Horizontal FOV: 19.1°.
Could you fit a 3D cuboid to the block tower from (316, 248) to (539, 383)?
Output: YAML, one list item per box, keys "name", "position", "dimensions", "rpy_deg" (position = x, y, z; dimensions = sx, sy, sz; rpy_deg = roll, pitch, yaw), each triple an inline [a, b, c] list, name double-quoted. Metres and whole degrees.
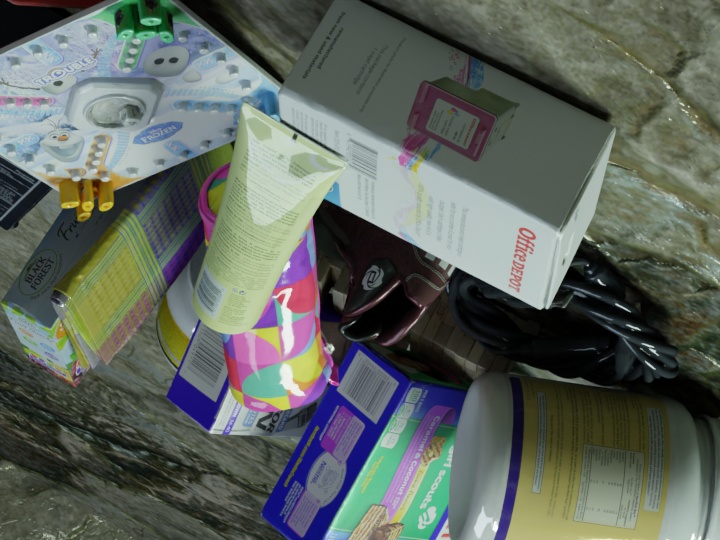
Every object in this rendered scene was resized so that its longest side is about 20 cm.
- name: "block tower"
  position: [0.041, 0.029, 1.704]
  dimensions: [0.199, 0.058, 0.054]
  rpy_deg: [26, 162, 9]

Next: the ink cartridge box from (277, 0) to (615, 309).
- name: "ink cartridge box"
  position: [0.054, -0.073, 1.367]
  dimensions: [0.199, 0.085, 0.145]
  rpy_deg: [28, 162, 10]

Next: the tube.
- name: "tube"
  position: [-0.066, -0.031, 1.417]
  dimensions: [0.058, 0.052, 0.200]
  rpy_deg: [-4, 147, -21]

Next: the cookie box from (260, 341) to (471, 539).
- name: "cookie box"
  position: [0.040, 0.156, 1.749]
  dimensions: [0.075, 0.172, 0.199]
  rpy_deg: [38, -165, 37]

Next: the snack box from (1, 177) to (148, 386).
- name: "snack box"
  position: [-0.203, -0.021, 1.709]
  dimensions: [0.053, 0.201, 0.142]
  rpy_deg: [27, 162, 12]

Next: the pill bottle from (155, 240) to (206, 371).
- name: "pill bottle"
  position: [-0.115, 0.027, 1.845]
  dimensions: [0.112, 0.113, 0.200]
  rpy_deg: [30, 162, -1]

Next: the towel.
- name: "towel"
  position: [-0.164, -0.023, 1.648]
  dimensions: [0.023, 0.200, 0.144]
  rpy_deg: [31, 163, 19]

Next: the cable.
- name: "cable"
  position: [0.147, 0.034, 1.583]
  dimensions: [0.163, 0.051, 0.200]
  rpy_deg: [33, 160, -24]

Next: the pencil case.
- name: "pencil case"
  position: [-0.067, 0.013, 1.568]
  dimensions: [0.088, 0.088, 0.201]
  rpy_deg: [20, 140, 27]

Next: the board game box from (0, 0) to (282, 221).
- name: "board game box"
  position: [-0.170, -0.109, 1.479]
  dimensions: [0.199, 0.026, 0.200]
  rpy_deg: [-20, 151, 22]

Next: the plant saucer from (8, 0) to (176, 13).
- name: "plant saucer"
  position: [-0.233, -0.249, 1.418]
  dimensions: [0.199, 0.037, 0.200]
  rpy_deg: [10, 154, 46]

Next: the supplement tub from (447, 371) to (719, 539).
- name: "supplement tub"
  position: [0.176, 0.161, 1.635]
  dimensions: [0.198, 0.147, 0.145]
  rpy_deg: [9, 163, -6]

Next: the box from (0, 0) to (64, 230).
- name: "box"
  position: [-0.309, -0.147, 1.663]
  dimensions: [0.199, 0.124, 0.198]
  rpy_deg: [32, 162, -13]

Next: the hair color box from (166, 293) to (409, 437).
- name: "hair color box"
  position: [-0.054, 0.076, 1.749]
  dimensions: [0.065, 0.110, 0.199]
  rpy_deg: [33, -164, 35]

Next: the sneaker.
- name: "sneaker"
  position: [0.000, 0.000, 1.591]
  dimensions: [0.076, 0.116, 0.200]
  rpy_deg: [37, 160, -24]
